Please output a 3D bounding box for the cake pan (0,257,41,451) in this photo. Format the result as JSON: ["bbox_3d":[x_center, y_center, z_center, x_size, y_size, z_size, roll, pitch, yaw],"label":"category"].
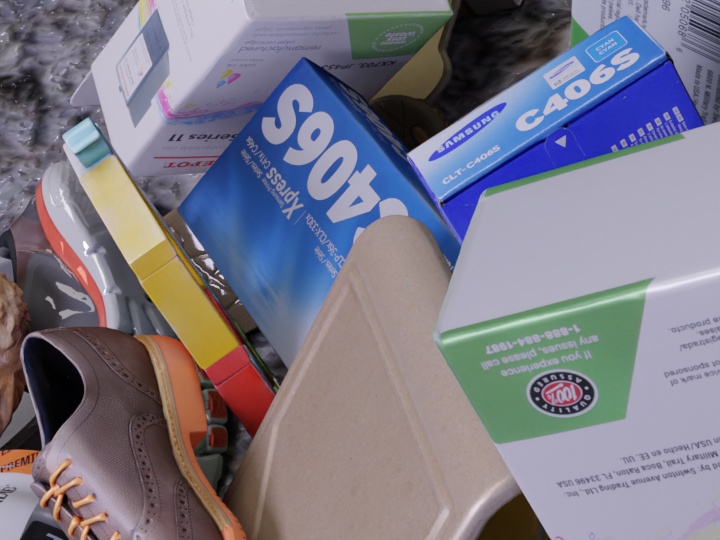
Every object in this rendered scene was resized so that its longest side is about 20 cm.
[{"bbox_3d":[-0.209,0.068,1.193,0.199,0.037,0.201,-24,33,17],"label":"cake pan"}]

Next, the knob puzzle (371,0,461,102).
[{"bbox_3d":[-0.028,-0.136,1.230,0.218,0.030,0.222,-2,86,31],"label":"knob puzzle"}]

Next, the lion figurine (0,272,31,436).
[{"bbox_3d":[-0.196,0.104,1.050,0.122,0.072,0.201,-23,66,30],"label":"lion figurine"}]

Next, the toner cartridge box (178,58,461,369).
[{"bbox_3d":[0.000,0.000,0.984,0.095,0.043,0.200,-50,44,12],"label":"toner cartridge box"}]

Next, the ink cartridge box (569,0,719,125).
[{"bbox_3d":[0.184,-0.080,0.860,0.199,0.147,0.083,29,59,21],"label":"ink cartridge box"}]

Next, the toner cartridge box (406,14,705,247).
[{"bbox_3d":[0.106,0.016,0.820,0.095,0.201,0.043,-32,30,1],"label":"toner cartridge box"}]

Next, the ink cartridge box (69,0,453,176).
[{"bbox_3d":[-0.055,-0.103,1.112,0.116,0.068,0.200,-6,-21,-31],"label":"ink cartridge box"}]

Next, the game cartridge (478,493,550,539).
[{"bbox_3d":[-0.012,0.182,0.870,0.175,0.033,0.201,-16,38,27],"label":"game cartridge"}]

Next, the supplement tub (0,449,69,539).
[{"bbox_3d":[-0.155,0.177,0.915,0.122,0.123,0.201,-15,37,27],"label":"supplement tub"}]

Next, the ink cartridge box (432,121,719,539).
[{"bbox_3d":[0.136,0.055,0.741,0.144,0.201,0.084,-15,32,27],"label":"ink cartridge box"}]

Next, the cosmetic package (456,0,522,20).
[{"bbox_3d":[0.002,-0.196,1.305,0.199,0.087,0.104,-8,46,37],"label":"cosmetic package"}]

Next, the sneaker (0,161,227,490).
[{"bbox_3d":[-0.127,0.046,1.092,0.082,0.077,0.201,-39,53,25],"label":"sneaker"}]

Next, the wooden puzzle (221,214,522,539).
[{"bbox_3d":[-0.008,0.102,0.855,0.201,0.037,0.185,-58,27,21],"label":"wooden puzzle"}]

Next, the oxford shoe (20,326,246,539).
[{"bbox_3d":[-0.095,0.102,0.887,0.071,0.072,0.201,-56,35,29],"label":"oxford shoe"}]

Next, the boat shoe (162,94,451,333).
[{"bbox_3d":[-0.036,-0.021,1.140,0.199,0.072,0.068,-30,-3,14],"label":"boat shoe"}]

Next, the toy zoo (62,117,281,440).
[{"bbox_3d":[-0.073,0.015,0.986,0.020,0.201,0.131,-34,32,-2],"label":"toy zoo"}]
